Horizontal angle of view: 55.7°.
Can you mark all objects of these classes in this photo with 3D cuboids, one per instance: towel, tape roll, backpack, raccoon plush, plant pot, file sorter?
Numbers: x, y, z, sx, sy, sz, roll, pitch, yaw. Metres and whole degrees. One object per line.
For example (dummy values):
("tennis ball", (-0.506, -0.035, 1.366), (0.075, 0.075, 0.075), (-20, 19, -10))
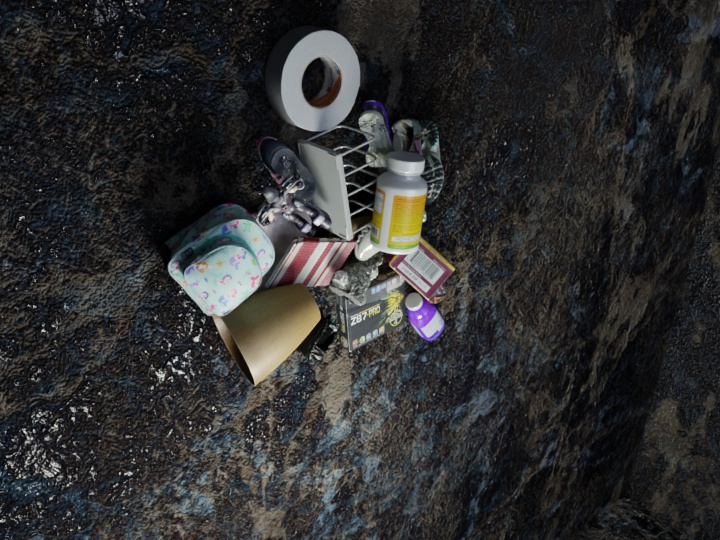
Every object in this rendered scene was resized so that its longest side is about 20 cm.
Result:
("towel", (-0.196, -0.047, 1.511), (0.198, 0.032, 0.193), (-17, 123, -35))
("tape roll", (-0.096, -0.391, 1.395), (0.198, 0.066, 0.203), (-20, 123, -33))
("backpack", (-0.273, -0.025, 1.356), (0.199, 0.150, 0.178), (-40, 131, -9))
("raccoon plush", (0.000, 0.000, 1.614), (0.135, 0.096, 0.200), (-60, 179, -12))
("plant pot", (-0.191, 0.117, 1.475), (0.199, 0.186, 0.188), (-29, 129, -19))
("towel", (-0.110, -0.018, 1.534), (0.199, 0.023, 0.145), (-3, 135, -50))
("file sorter", (-0.037, -0.198, 1.499), (0.124, 0.138, 0.202), (-30, 129, -31))

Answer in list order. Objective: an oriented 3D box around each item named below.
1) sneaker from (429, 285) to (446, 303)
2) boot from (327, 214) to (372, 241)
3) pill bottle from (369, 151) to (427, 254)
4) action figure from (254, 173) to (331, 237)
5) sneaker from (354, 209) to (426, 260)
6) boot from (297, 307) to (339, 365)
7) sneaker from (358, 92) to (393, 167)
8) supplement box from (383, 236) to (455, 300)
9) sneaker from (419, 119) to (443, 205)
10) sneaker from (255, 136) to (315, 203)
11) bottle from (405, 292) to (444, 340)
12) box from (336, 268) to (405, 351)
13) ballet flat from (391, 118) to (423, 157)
("sneaker", (0.158, -0.002, 1.828), (0.075, 0.079, 0.201), (-29, 115, -3))
("boot", (0.025, -0.122, 1.626), (0.198, 0.066, 0.177), (-15, 135, -35))
("pill bottle", (0.085, -0.147, 1.466), (0.110, 0.111, 0.203), (-12, 120, -37))
("action figure", (-0.147, -0.130, 1.404), (0.130, 0.070, 0.200), (-38, 147, 13))
("sneaker", (0.068, -0.091, 1.585), (0.200, 0.081, 0.075), (-43, 147, 7))
("boot", (-0.146, 0.165, 1.573), (0.199, 0.162, 0.073), (-56, 135, -3))
("sneaker", (0.040, -0.322, 1.548), (0.201, 0.068, 0.101), (76, 13, -60))
("supplement box", (0.139, -0.024, 1.671), (0.131, 0.200, 0.103), (40, 96, -7))
("sneaker", (0.169, -0.257, 1.655), (0.086, 0.076, 0.203), (23, 68, -76))
("sneaker", (-0.156, -0.212, 1.434), (0.070, 0.082, 0.201), (-43, 150, -10))
("bottle", (0.174, 0.124, 1.885), (0.084, 0.065, 0.200), (-50, 146, -7))
("box", (0.031, 0.100, 1.779), (0.198, 0.049, 0.163), (-22, 122, -32))
("ballet flat", (0.103, -0.299, 1.553), (0.071, 0.202, 0.069), (34, 126, -31))
